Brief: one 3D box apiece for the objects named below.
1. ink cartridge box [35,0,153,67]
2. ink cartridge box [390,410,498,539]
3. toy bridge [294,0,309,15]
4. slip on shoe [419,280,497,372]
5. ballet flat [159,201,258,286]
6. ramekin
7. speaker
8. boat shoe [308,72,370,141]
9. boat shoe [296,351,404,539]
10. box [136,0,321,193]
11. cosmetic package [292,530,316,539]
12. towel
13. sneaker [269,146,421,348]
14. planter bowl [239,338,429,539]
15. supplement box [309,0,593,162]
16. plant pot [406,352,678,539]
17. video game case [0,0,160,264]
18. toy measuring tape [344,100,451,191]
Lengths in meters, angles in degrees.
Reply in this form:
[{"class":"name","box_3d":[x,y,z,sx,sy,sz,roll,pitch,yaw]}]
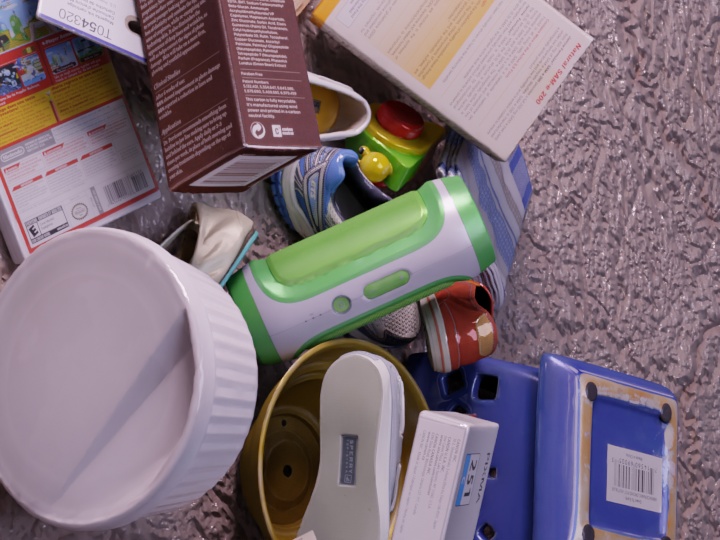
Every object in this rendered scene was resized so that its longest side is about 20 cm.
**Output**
[{"class":"ink cartridge box","box_3d":[-0.152,-0.230,1.437,0.196,0.043,0.201,22,61,-31]},{"class":"ink cartridge box","box_3d":[0.064,0.210,1.485,0.176,0.044,0.201,12,91,-72]},{"class":"toy bridge","box_3d":[-0.072,-0.236,1.571,0.067,0.027,0.200,57,49,-25]},{"class":"slip on shoe","box_3d":[0.080,0.034,1.602,0.200,0.061,0.075,-96,176,-76]},{"class":"ballet flat","box_3d":[-0.144,0.027,1.433,0.070,0.069,0.201,49,50,-29]},{"class":"ramekin","box_3d":[-0.159,0.077,1.311,0.094,0.201,0.204,15,72,-56]},{"class":"speaker","box_3d":[0.000,0.000,1.490,0.199,0.088,0.089,-24,105,-1]},{"class":"boat shoe","box_3d":[-0.070,-0.131,1.516,0.199,0.070,0.071,6,95,-48]},{"class":"boat shoe","box_3d":[0.002,0.161,1.427,0.071,0.070,0.202,7,90,-64]},{"class":"box","box_3d":[-0.099,-0.164,1.362,0.075,0.100,0.201,-2,76,-40]},{"class":"cosmetic package","box_3d":[-0.098,0.272,1.330,0.199,0.103,0.088,-25,104,-7]},{"class":"towel","box_3d":[0.114,-0.075,1.690,0.200,0.024,0.147,-67,141,-54]},{"class":"sneaker","box_3d":[0.004,-0.017,1.572,0.201,0.085,0.077,58,48,-26]},{"class":"planter bowl","box_3d":[-0.033,0.156,1.503,0.200,0.083,0.202,7,81,-45]},{"class":"supplement box","box_3d":[0.073,-0.197,1.583,0.200,0.074,0.126,37,91,-5]},{"class":"plant pot","box_3d":[0.159,0.175,1.637,0.199,0.179,0.201,17,70,-43]},{"class":"video game case","box_3d":[-0.230,-0.122,1.391,0.143,0.017,0.201,-30,105,-45]},{"class":"toy measuring tape","box_3d":[0.035,-0.121,1.651,0.074,0.073,0.200,68,28,-14]}]
